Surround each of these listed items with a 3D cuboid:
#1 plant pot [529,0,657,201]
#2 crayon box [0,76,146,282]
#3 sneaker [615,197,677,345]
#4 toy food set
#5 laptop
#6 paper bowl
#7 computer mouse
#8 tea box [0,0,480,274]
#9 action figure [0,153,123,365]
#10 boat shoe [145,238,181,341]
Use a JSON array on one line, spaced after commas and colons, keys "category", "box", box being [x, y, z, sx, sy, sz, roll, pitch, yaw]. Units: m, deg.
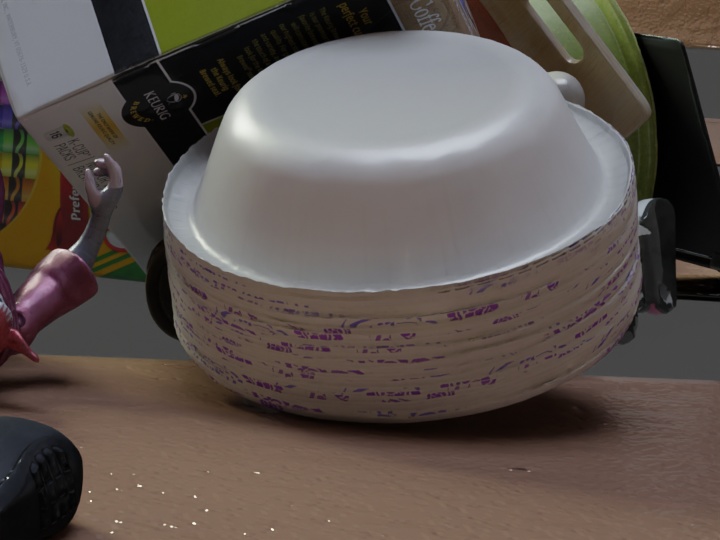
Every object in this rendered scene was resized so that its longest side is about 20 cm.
[{"category": "plant pot", "box": [0.029, -0.073, 1.590, 0.189, 0.201, 0.200, -13, 16, -33]}, {"category": "crayon box", "box": [-0.155, -0.063, 1.531, 0.199, 0.128, 0.051, 5, 7, 15]}, {"category": "sneaker", "box": [0.099, 0.002, 1.453, 0.086, 0.081, 0.200, -6, -5, 20]}, {"category": "toy food set", "box": [0.036, -0.085, 1.475, 0.200, 0.144, 0.060, -34, -6, -26]}, {"category": "laptop", "box": [0.202, -0.060, 1.649, 0.199, 0.116, 0.187, 14, 3, -27]}, {"category": "paper bowl", "box": [0.016, -0.029, 1.192, 0.200, 0.105, 0.201, -5, 29, 3]}, {"category": "computer mouse", "box": [-0.136, 0.069, 0.838, 0.058, 0.034, 0.200, 7, 8, 16]}, {"category": "tea box", "box": [-0.055, -0.118, 1.327, 0.196, 0.134, 0.200, -22, -26, 5]}, {"category": "action figure", "box": [-0.183, -0.005, 1.177, 0.134, 0.149, 0.200, 19, 24, -31]}, {"category": "boat shoe", "box": [0.000, 0.000, 1.335, 0.199, 0.072, 0.068, 5, 8, -1]}]
